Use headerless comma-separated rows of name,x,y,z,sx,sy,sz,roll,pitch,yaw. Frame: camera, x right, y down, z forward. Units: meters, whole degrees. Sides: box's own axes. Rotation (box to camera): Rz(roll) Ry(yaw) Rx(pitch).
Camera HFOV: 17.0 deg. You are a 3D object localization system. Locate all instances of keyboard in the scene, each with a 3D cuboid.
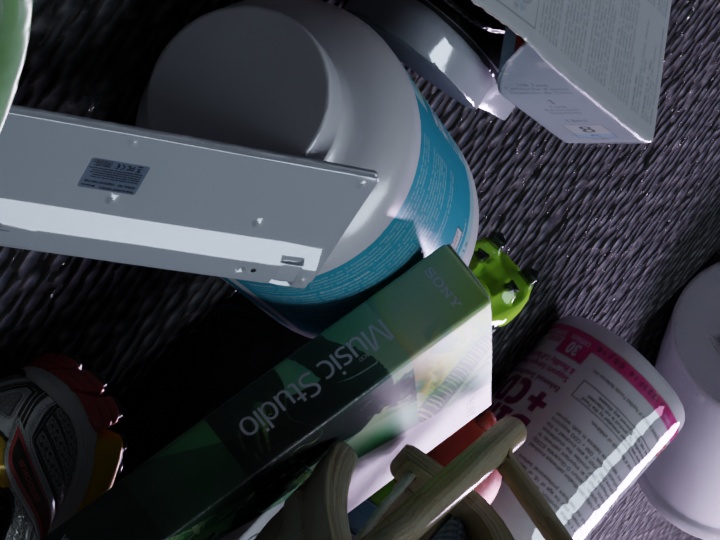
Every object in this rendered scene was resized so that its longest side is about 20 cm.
keyboard,-0.087,-0.027,0.818,0.200,0.011,0.056,8,125,-34

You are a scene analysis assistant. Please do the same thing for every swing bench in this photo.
swing bench,-0.014,0.174,0.999,0.199,0.130,0.200,-47,156,26

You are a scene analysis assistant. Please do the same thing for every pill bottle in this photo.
pill bottle,-0.022,-0.041,0.951,0.111,0.111,0.200,-51,163,-2
pill bottle,0.116,0.137,1.624,0.200,0.113,0.113,-48,162,-14

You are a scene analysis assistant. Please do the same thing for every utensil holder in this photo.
utensil holder,0.318,0.105,1.970,0.170,0.170,0.200,-42,158,-26

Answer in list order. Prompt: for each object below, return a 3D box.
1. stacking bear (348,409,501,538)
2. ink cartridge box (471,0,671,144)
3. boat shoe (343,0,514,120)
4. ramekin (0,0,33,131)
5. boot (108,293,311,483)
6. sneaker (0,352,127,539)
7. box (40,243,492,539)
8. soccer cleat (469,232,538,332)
stacking bear,0.010,0.150,1.415,0.200,0.114,0.122,-42,160,-41
ink cartridge box,0.073,-0.155,0.977,0.200,0.047,0.160,28,69,-56
boat shoe,0.050,-0.111,1.053,0.068,0.074,0.199,-55,164,7
ramekin,-0.183,-0.041,0.579,0.200,0.098,0.200,-45,161,-20
boot,-0.093,0.121,1.144,0.200,0.076,0.168,-46,158,-37
sneaker,-0.168,0.125,0.995,0.082,0.078,0.200,-18,133,-53
box,-0.032,0.081,0.990,0.200,0.036,0.144,-38,163,-10
soccer cleat,0.028,0.034,1.300,0.081,0.068,0.200,-46,167,28
